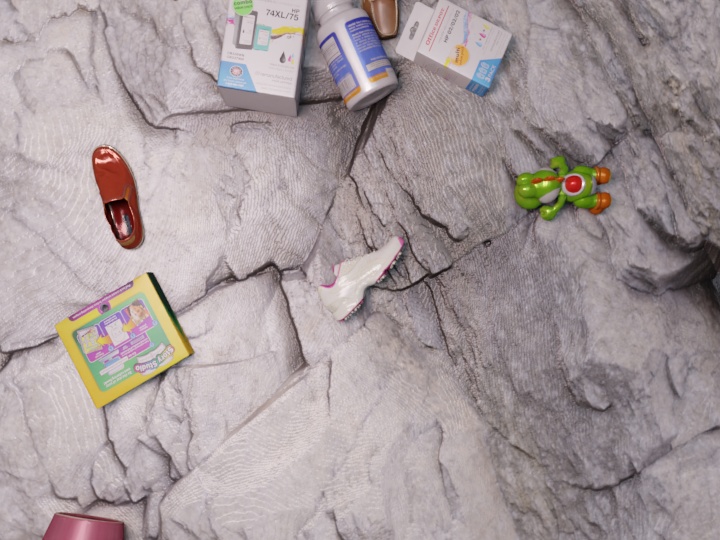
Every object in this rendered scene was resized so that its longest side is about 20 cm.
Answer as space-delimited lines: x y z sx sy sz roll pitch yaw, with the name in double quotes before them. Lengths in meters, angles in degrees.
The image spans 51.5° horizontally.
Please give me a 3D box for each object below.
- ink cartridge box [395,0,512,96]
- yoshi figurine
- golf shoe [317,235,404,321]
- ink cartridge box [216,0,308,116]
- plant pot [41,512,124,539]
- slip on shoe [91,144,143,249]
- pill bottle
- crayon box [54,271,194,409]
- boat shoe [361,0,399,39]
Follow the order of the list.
"ink cartridge box" 0.177 -0.438 1.441 0.196 0.068 0.118 25 87 -2
"yoshi figurine" 0.380 -0.157 1.448 0.194 0.114 0.114 1 129 -17
"golf shoe" 0.000 0.000 1.421 0.091 0.075 0.201 42 86 2
"ink cartridge box" -0.175 -0.412 1.382 0.142 0.146 0.207 7 88 -3
"plant pot" -0.503 0.534 1.330 0.194 0.200 0.184 10 73 -3
"slip on shoe" -0.457 -0.140 1.403 0.072 0.061 0.206 -16 88 -2
"pill bottle" -0.016 -0.418 1.409 0.110 0.112 0.204 -25 90 -3
"crayon box" -0.439 0.129 1.399 0.197 0.058 0.176 -29 91 -3
"boat shoe" 0.034 -0.551 1.433 0.073 0.074 0.206 -11 89 -3
